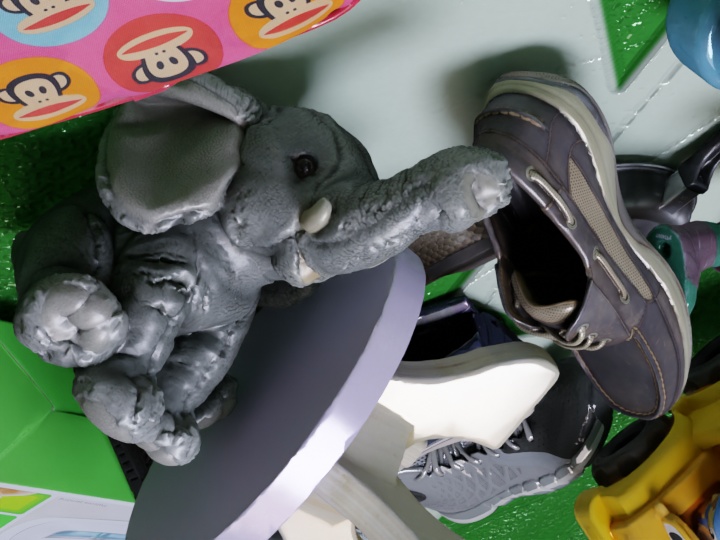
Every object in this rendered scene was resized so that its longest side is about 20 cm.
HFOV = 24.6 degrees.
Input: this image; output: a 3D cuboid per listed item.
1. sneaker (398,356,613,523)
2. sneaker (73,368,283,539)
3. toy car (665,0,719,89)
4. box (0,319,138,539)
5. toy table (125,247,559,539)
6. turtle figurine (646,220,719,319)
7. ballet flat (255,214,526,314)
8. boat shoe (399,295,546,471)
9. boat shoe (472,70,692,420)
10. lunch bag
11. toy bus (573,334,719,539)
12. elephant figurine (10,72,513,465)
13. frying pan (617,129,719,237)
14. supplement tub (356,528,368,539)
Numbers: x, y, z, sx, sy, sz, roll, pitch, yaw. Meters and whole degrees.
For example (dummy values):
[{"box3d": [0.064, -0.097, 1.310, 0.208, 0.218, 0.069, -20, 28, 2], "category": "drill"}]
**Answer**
[{"box3d": [0.067, 0.111, 1.060, 0.115, 0.076, 0.200, 9, 146, -28], "category": "sneaker"}, {"box3d": [-0.081, 0.070, 0.872, 0.104, 0.201, 0.060, -26, -172, -36], "category": "sneaker"}, {"box3d": [0.253, -0.127, 0.654, 0.176, 0.185, 0.201, 5, 119, -28], "category": "toy car"}, {"box3d": [-0.172, 0.116, 0.944, 0.199, 0.097, 0.176, 16, 145, -37], "category": "box"}, {"box3d": [-0.007, 0.089, 0.789, 0.117, 0.184, 0.200, 33, 117, -25], "category": "toy table"}, {"box3d": [0.247, -0.020, 0.861, 0.199, 0.101, 0.150, -11, 162, -37], "category": "turtle figurine"}, {"box3d": [0.000, 0.000, 0.876, 0.199, 0.047, 0.067, -26, 172, 35], "category": "ballet flat"}, {"box3d": [0.006, 0.078, 0.992, 0.199, 0.075, 0.093, -28, 141, 13], "category": "boat shoe"}, {"box3d": [0.097, 0.001, 0.794, 0.074, 0.073, 0.201, 2, 131, 45], "category": "boat shoe"}, {"box3d": [-0.105, -0.135, 0.560, 0.199, 0.082, 0.176, -18, 147, 9], "category": "lunch bag"}, {"box3d": [0.247, 0.116, 0.950, 0.200, 0.136, 0.192, -40, -177, -15], "category": "toy bus"}, {"box3d": [-0.053, -0.023, 0.736, 0.200, 0.155, 0.142, -46, -179, 4], "category": "elephant figurine"}, {"box3d": [0.162, -0.033, 0.887, 0.189, 0.031, 0.115, -18, 152, 17], "category": "frying pan"}, {"box3d": [-0.040, 0.241, 1.118, 0.121, 0.201, 0.123, -9, 150, -5], "category": "supplement tub"}]
